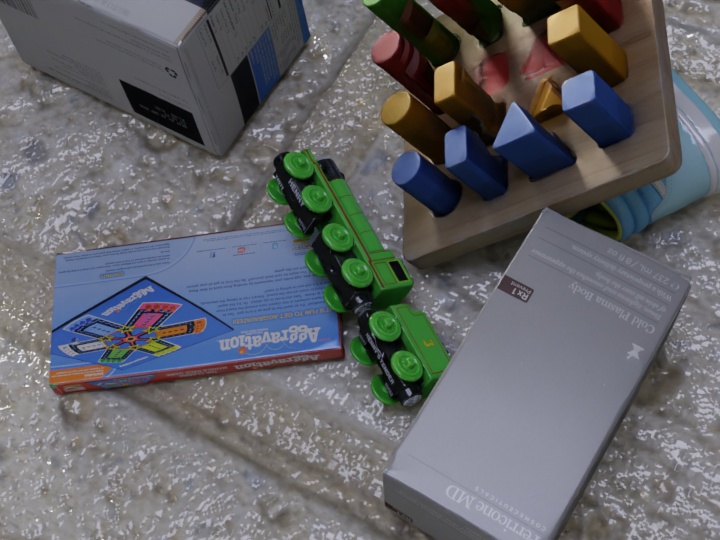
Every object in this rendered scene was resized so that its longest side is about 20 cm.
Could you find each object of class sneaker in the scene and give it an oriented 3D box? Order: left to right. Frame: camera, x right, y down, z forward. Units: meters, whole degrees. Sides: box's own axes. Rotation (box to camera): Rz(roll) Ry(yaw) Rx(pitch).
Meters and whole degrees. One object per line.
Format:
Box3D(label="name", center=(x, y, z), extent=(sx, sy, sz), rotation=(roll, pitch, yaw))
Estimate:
Box3D(label="sneaker", center=(0.145, -0.104, 0.848), extent=(0.130, 0.080, 0.200), rotation=(-33, 61, -11))

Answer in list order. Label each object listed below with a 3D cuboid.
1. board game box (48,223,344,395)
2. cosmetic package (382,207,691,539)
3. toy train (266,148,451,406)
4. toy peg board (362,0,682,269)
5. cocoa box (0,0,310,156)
Box3D(label="board game box", center=(-0.112, 0.024, 0.852), extent=(0.199, 0.019, 0.104), rotation=(-7, 59, 5))
Box3D(label="cosmetic package", center=(0.105, 0.077, 0.749), extent=(0.106, 0.090, 0.201), rotation=(27, 67, 14))
Box3D(label="toy train", center=(0.000, 0.000, 0.822), extent=(0.056, 0.042, 0.201), rotation=(-9, 60, -38))
Box3D(label="toy peg board", center=(0.087, -0.134, 0.806), extent=(0.199, 0.098, 0.200), rotation=(-22, 52, 35))
Box3D(label="cocoa box", center=(-0.158, -0.203, 0.916), extent=(0.199, 0.134, 0.132), rotation=(26, 68, 20))
